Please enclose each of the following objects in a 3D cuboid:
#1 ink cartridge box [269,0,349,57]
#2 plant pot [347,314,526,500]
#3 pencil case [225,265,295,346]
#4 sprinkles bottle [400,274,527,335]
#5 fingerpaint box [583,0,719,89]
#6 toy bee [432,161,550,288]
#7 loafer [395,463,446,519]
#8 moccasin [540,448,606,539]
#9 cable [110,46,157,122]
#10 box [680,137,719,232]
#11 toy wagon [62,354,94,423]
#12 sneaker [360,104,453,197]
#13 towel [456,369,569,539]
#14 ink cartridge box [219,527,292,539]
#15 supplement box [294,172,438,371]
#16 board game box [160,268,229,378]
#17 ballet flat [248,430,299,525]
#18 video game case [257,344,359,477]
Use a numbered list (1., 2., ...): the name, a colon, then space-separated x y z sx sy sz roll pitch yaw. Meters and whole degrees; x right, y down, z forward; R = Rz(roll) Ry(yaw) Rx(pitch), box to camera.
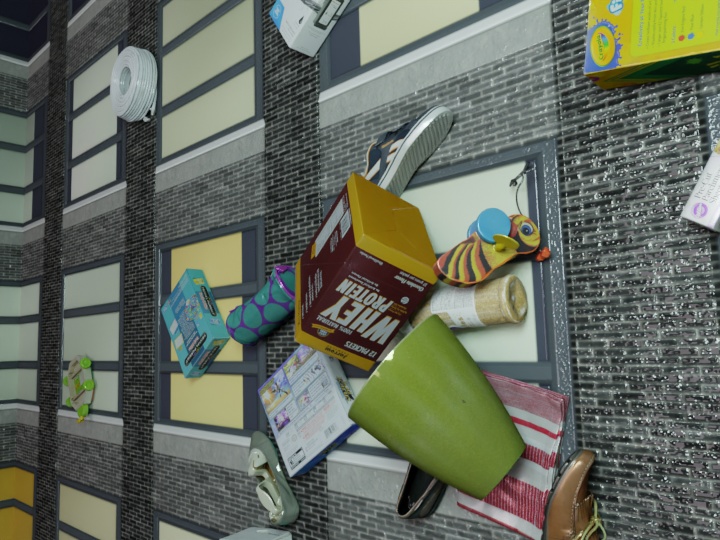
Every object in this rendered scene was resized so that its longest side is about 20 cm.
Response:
1. ink cartridge box: -0.082 -0.533 1.148 0.200 0.067 0.117 -48 57 29
2. plant pot: 0.116 0.196 0.805 0.199 0.186 0.189 41 115 17
3. pencil case: -0.185 0.070 1.187 0.199 0.085 0.093 -40 77 34
4. sprinkles bottle: 0.143 0.053 0.884 0.198 0.068 0.070 -13 78 42
5. fingerpaint box: 0.360 -0.332 0.703 0.165 0.073 0.204 3 88 43
6. toy bee: 0.198 -0.039 0.810 0.109 0.131 0.200 43 100 7
7. loafer: 0.107 0.287 0.902 0.071 0.062 0.204 26 105 39
8. moccasin: 0.265 0.323 0.743 0.077 0.073 0.206 13 93 32
9. cable: -0.638 -0.519 1.680 0.198 0.069 0.204 10 93 44
10. box: 0.419 -0.143 0.654 0.041 0.038 0.203 35 110 41
11. toy wagon: -0.859 0.367 1.843 0.154 0.039 0.203 -36 64 37
12. sneaker: 0.064 -0.198 0.973 0.201 0.078 0.080 -51 61 30
13. towel: 0.204 0.253 0.834 0.142 0.023 0.204 10 94 41
14. ink cartridge box: -0.196 0.613 1.153 0.144 0.083 0.204 -16 76 42
15. supplement box: 0.000 0.000 0.928 0.201 0.131 0.199 -55 23 26
16. board game box: -0.390 0.123 1.405 0.151 0.046 0.202 -49 56 30
17. ballet flat: -0.184 0.401 1.173 0.068 0.063 0.201 -54 53 26
18. video game case: -0.096 0.249 1.113 0.200 0.045 0.183 -46 59 31
